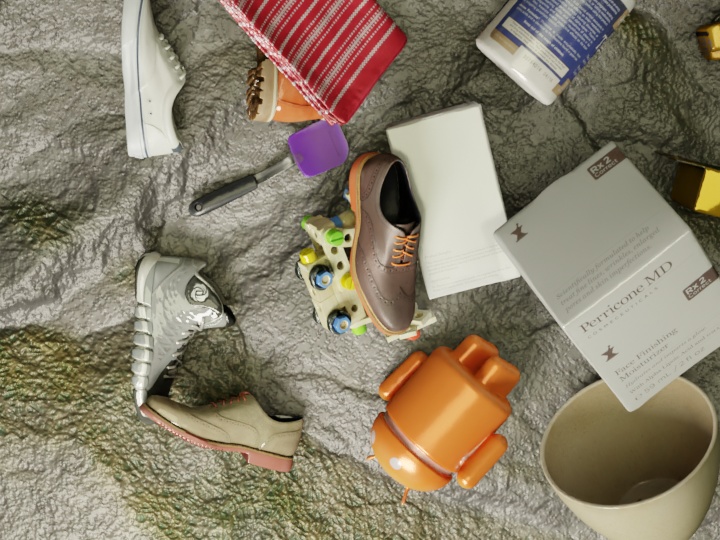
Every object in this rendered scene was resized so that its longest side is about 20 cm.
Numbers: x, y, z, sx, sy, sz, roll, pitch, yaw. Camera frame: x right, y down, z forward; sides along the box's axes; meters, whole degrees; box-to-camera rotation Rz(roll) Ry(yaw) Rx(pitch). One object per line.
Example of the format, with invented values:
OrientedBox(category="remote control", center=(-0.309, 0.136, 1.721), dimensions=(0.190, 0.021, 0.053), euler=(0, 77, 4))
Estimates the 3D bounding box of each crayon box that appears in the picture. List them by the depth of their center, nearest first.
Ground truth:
OrientedBox(category="crayon box", center=(0.424, -0.080, 1.486), dimensions=(0.199, 0.126, 0.052), euler=(14, 99, -1))

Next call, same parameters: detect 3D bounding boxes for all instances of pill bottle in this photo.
OrientedBox(category="pill bottle", center=(0.228, -0.289, 1.465), dimensions=(0.111, 0.111, 0.200), euler=(40, 98, -5))

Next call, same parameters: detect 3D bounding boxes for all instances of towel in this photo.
OrientedBox(category="towel", center=(-0.047, -0.273, 1.465), dimensions=(0.200, 0.022, 0.145), euler=(46, 68, -23))

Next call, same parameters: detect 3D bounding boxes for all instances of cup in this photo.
OrientedBox(category="cup", center=(0.319, 0.233, 1.521), dimensions=(0.199, 0.201, 0.144), euler=(-25, 125, 5))

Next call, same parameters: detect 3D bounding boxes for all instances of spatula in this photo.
OrientedBox(category="spatula", center=(-0.108, -0.110, 1.544), dimensions=(0.199, 0.021, 0.057), euler=(-27, 85, 7))

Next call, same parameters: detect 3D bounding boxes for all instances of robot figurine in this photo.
OrientedBox(category="robot figurine", center=(0.092, 0.169, 1.535), dimensions=(0.144, 0.117, 0.200), euler=(41, 98, -5))

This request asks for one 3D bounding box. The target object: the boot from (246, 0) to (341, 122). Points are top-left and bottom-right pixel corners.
OrientedBox(category="boot", center=(-0.066, -0.263, 1.504), dimensions=(0.106, 0.075, 0.202), euler=(3, 93, -19))

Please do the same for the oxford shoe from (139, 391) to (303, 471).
OrientedBox(category="oxford shoe", center=(-0.157, 0.169, 1.551), dimensions=(0.199, 0.070, 0.075), euler=(22, 92, -29))

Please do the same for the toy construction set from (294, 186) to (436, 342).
OrientedBox(category="toy construction set", center=(0.000, 0.000, 1.532), dimensions=(0.131, 0.092, 0.201), euler=(-32, 106, -20))

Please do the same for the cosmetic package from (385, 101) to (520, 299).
OrientedBox(category="cosmetic package", center=(0.103, -0.080, 1.516), dimensions=(0.112, 0.081, 0.202), euler=(-13, 97, 3))

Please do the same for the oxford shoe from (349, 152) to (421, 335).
OrientedBox(category="oxford shoe", center=(0.031, -0.026, 1.452), dimensions=(0.071, 0.072, 0.202), euler=(-14, 100, -26))

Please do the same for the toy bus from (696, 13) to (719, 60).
OrientedBox(category="toy bus", center=(0.479, -0.263, 1.489), dimensions=(0.199, 0.065, 0.079), euler=(-15, 100, 3))

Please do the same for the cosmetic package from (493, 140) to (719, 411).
OrientedBox(category="cosmetic package", center=(0.278, 0.008, 1.442), dimensions=(0.165, 0.165, 0.200), euler=(-38, 136, 7))

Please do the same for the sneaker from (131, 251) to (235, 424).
OrientedBox(category="sneaker", center=(-0.202, 0.080, 1.551), dimensions=(0.115, 0.075, 0.202), euler=(2, 98, -2))

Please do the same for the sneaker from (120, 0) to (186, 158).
OrientedBox(category="sneaker", center=(-0.231, -0.227, 1.511), dimensions=(0.070, 0.073, 0.202), euler=(-3, 108, -8))
